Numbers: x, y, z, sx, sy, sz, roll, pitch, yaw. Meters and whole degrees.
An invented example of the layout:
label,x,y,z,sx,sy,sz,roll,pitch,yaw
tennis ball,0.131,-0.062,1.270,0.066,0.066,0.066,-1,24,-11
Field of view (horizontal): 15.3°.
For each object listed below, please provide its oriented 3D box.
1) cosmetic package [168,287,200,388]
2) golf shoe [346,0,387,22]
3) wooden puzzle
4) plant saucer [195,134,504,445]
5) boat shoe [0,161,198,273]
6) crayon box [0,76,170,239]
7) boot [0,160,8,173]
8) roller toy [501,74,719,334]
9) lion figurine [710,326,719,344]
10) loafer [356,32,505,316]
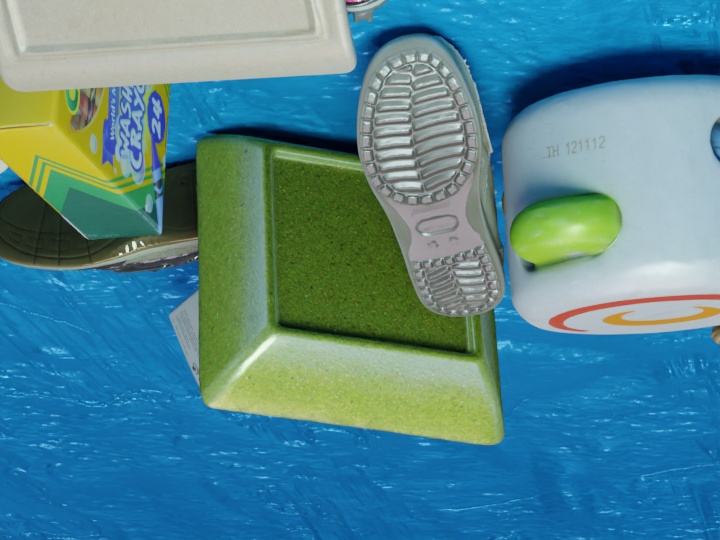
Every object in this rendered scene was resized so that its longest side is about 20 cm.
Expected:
label,x,y,z,sx,sy,sz,roll,pitch,yaw
cosmetic package,-0.047,0.018,1.846,0.105,0.071,0.200,-21,173,-26
golf shoe,-0.074,-0.185,1.343,0.199,0.077,0.088,4,135,2
wooden puzzle,-0.104,-0.176,1.292,0.184,0.037,0.201,-2,127,14
plant saucer,0.000,0.000,1.668,0.199,0.200,0.048,9,146,-18
boat shoe,-0.148,-0.028,1.780,0.200,0.072,0.066,-9,154,17
crayon box,-0.160,-0.109,1.457,0.051,0.126,0.200,-4,160,16
boot,-0.260,-0.090,1.562,0.075,0.108,0.200,13,161,-37
roller toy,0.176,-0.042,1.592,0.181,0.141,0.200,-4,170,1
lion figurine,0.279,-0.002,1.830,0.199,0.073,0.123,-15,151,7
loafer,0.042,-0.064,1.597,0.075,0.068,0.201,-7,128,6
